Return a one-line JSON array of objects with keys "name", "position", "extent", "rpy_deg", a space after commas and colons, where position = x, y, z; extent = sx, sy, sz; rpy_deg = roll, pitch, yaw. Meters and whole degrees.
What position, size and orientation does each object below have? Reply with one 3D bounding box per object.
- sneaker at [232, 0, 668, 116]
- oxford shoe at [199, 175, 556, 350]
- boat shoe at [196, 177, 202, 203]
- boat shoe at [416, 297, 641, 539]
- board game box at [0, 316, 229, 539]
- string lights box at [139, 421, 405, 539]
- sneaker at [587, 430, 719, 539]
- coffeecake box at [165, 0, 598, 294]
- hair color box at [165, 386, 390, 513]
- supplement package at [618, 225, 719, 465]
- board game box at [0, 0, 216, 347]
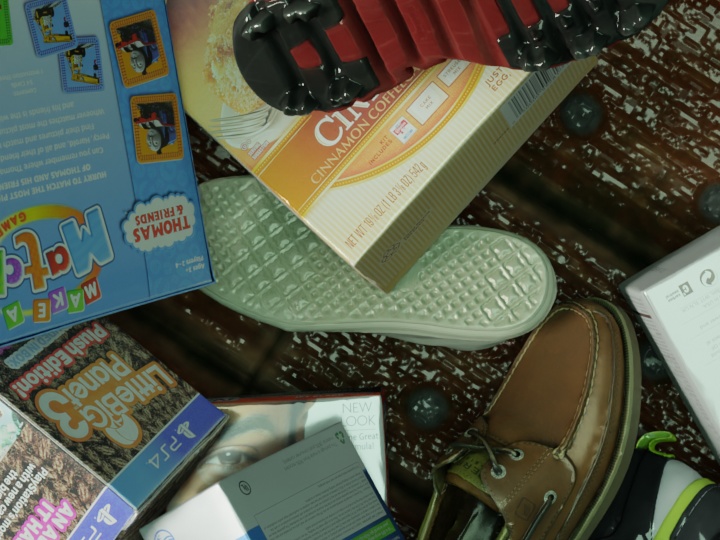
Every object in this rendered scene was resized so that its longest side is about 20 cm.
[{"name": "sneaker", "position": [0.044, -0.126, 1.018], "extent": [0.200, 0.098, 0.071], "rpy_deg": [-10, 121, 26]}, {"name": "oxford shoe", "position": [0.000, 0.000, 1.160], "extent": [0.199, 0.058, 0.075], "rpy_deg": [10, 82, 13]}, {"name": "boat shoe", "position": [-0.169, -0.075, 1.150], "extent": [0.199, 0.072, 0.062], "rpy_deg": [18, 91, 4]}, {"name": "boat shoe", "position": [0.073, 0.104, 1.123], "extent": [0.068, 0.072, 0.201], "rpy_deg": [20, 86, -38]}, {"name": "board game box", "position": [-0.193, 0.077, 1.100], "extent": [0.200, 0.097, 0.160], "rpy_deg": [40, 123, 3]}, {"name": "string lights box", "position": [-0.006, 0.179, 1.059], "extent": [0.059, 0.103, 0.200], "rpy_deg": [-32, 83, 34]}, {"name": "sneaker", "position": [0.108, 0.171, 1.167], "extent": [0.083, 0.072, 0.200], "rpy_deg": [36, 90, 25]}, {"name": "coffeecake box", "position": [-0.014, -0.115, 1.122], "extent": [0.200, 0.073, 0.154], "rpy_deg": [42, 90, 18]}, {"name": "hair color box", "position": [-0.038, 0.161, 1.157], "extent": [0.111, 0.064, 0.201], "rpy_deg": [-3, 90, 1]}, {"name": "supplement package", "position": [0.224, 0.068, 1.130], "extent": [0.109, 0.114, 0.200], "rpy_deg": [-30, 92, 1]}, {"name": "board game box", "position": [-0.143, -0.075, 1.040], "extent": [0.037, 0.151, 0.201], "rpy_deg": [-4, 99, 42]}]
